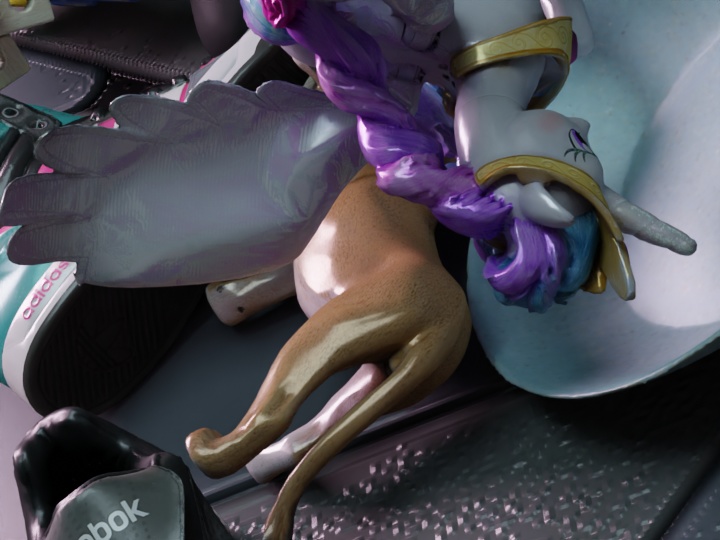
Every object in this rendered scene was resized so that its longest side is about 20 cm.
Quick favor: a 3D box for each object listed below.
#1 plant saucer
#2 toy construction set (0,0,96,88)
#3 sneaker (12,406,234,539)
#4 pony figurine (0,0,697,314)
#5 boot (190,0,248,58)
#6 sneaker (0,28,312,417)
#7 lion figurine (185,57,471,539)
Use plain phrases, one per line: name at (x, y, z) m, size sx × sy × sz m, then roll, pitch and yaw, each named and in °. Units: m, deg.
plant saucer at (0.112, -0.043, 0.765) m, size 0.201 × 0.039 × 0.201 m, roll -40°, pitch 32°, yaw 32°
toy construction set at (-0.158, -0.132, 1.010) m, size 0.131 × 0.092 × 0.200 m, roll 0°, pitch 17°, yaw -23°
sneaker at (-0.054, 0.104, 0.715) m, size 0.066 × 0.091 × 0.200 m, roll -37°, pitch 38°, yaw -4°
pony figurine at (-0.001, -0.078, 0.740) m, size 0.193 × 0.167 × 0.200 m, roll 8°, pitch 48°, yaw -12°
boot at (-0.080, -0.179, 0.933) m, size 0.073 × 0.162 × 0.198 m, roll -2°, pitch 77°, yaw 56°
sneaker at (-0.084, -0.045, 0.912) m, size 0.121 × 0.084 × 0.200 m, roll 29°, pitch 69°, yaw 39°
lion figurine at (0.000, 0.000, 0.811) m, size 0.122 × 0.072 × 0.200 m, roll -29°, pitch 43°, yaw 11°
